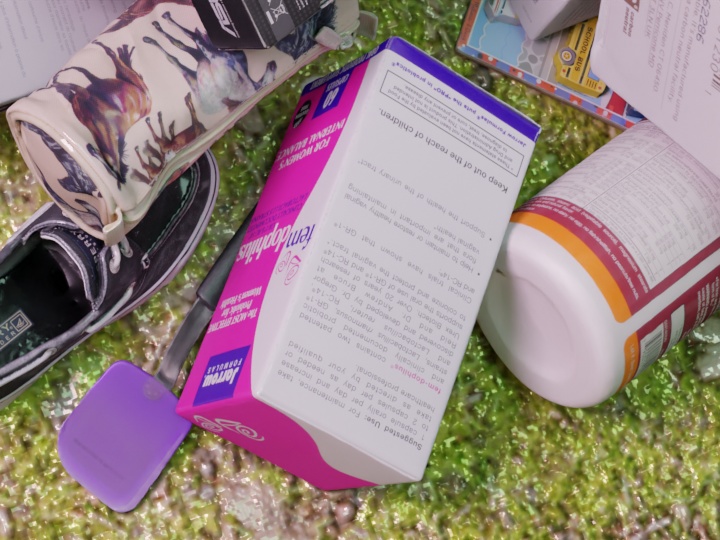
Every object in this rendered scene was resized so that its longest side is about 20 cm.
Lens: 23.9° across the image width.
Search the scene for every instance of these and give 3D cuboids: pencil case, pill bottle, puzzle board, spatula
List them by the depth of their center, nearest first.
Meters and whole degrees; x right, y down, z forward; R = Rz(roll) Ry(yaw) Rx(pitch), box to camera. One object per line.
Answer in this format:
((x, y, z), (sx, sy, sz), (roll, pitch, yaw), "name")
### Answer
((-0.081, -0.097, 0.829), (0.089, 0.078, 0.200), (34, 60, 20), "pencil case")
((-0.086, 0.029, 0.882), (0.056, 0.020, 0.201), (40, 64, -18), "spatula")
((0.161, -0.021, 0.928), (0.199, 0.110, 0.110), (-34, 87, -27), "pill bottle")
((0.152, -0.188, 1.024), (0.149, 0.017, 0.202), (23, 69, -11), "puzzle board")

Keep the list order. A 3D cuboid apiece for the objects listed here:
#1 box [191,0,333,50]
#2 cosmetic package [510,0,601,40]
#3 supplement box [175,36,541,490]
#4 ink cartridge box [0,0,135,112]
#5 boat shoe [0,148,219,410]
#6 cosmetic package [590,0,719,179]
((-0.041, -0.226, 0.771), (0.160, 0.044, 0.201), (-42, 120, -29), "box")
((0.180, -0.213, 0.977), (0.199, 0.101, 0.072), (-23, 82, -22), "cosmetic package")
((0.000, 0.000, 0.867), (0.103, 0.101, 0.202), (28, 68, -23), "supplement box")
((-0.178, -0.187, 0.861), (0.199, 0.043, 0.200), (-26, 101, -46), "ink cartridge box")
((-0.142, -0.005, 0.848), (0.200, 0.068, 0.072), (-41, 90, -23), "boat shoe")
((0.252, -0.154, 0.871), (0.198, 0.169, 0.166), (-19, 44, -26), "cosmetic package")
